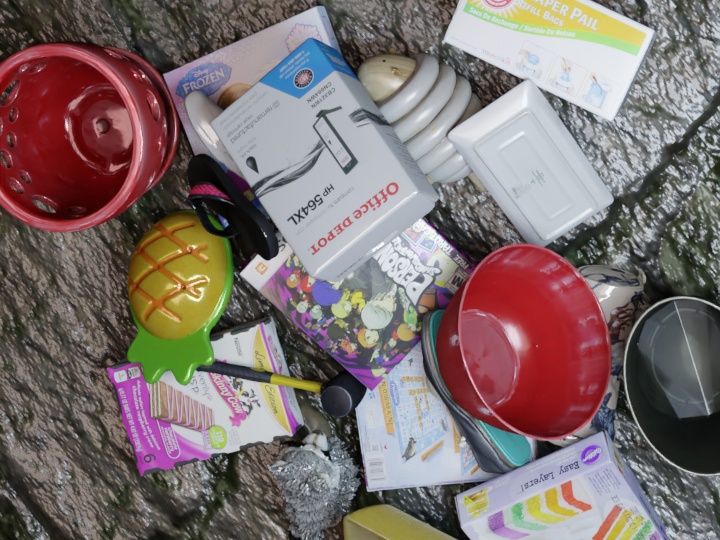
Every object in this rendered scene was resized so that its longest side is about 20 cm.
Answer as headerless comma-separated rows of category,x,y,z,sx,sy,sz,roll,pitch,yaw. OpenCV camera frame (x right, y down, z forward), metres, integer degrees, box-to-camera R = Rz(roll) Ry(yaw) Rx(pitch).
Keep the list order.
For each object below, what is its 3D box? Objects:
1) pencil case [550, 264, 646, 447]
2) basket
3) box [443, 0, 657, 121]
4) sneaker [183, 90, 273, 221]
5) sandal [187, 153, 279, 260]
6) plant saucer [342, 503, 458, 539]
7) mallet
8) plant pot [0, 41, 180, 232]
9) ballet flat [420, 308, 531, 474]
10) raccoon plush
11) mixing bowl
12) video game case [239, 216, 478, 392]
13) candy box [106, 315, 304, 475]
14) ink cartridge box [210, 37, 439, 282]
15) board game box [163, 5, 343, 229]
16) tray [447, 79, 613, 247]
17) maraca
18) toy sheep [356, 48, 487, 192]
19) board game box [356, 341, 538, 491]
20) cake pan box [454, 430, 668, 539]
pencil case,0.257,0.093,1.617,0.088,0.078,0.203,6,101,-21
basket,0.344,0.097,1.536,0.134,0.200,0.182,-18,95,13
box,0.200,-0.247,1.560,0.198,0.112,0.102,27,103,8
sneaker,-0.111,-0.132,1.628,0.080,0.070,0.200,-43,97,10
sandal,-0.151,-0.067,1.597,0.045,0.200,0.076,-28,127,-16
plant saucer,0.078,0.335,1.653,0.198,0.201,0.049,25,63,14
mallet,-0.087,0.120,1.661,0.198,0.066,0.042,12,107,22
plant pot,-0.304,-0.152,1.645,0.197,0.182,0.203,2,98,12
ballet flat,0.109,0.136,1.604,0.073,0.073,0.201,-30,97,15
raccoon plush,-0.054,0.276,1.682,0.095,0.134,0.203,-4,98,11
mixing bowl,0.152,0.082,1.539,0.108,0.199,0.202,-23,95,54
video game case,0.000,0.000,1.602,0.200,0.036,0.181,42,100,-9
candy box,-0.180,0.147,1.728,0.198,0.061,0.138,-17,94,13
ink cartridge box,-0.036,-0.111,1.520,0.146,0.084,0.201,-38,76,12
board game box,-0.096,-0.166,1.671,0.198,0.041,0.202,-22,94,14
tray,0.185,-0.103,1.572,0.107,0.022,0.200,-32,127,13
maraca,-0.207,0.029,1.680,0.135,0.107,0.203,-1,76,28
toy sheep,0.071,-0.155,1.596,0.138,0.138,0.200,-40,115,15
board game box,0.092,0.139,1.671,0.197,0.041,0.203,-6,97,13
cake pan box,0.225,0.281,1.621,0.182,0.053,0.201,-23,130,15
